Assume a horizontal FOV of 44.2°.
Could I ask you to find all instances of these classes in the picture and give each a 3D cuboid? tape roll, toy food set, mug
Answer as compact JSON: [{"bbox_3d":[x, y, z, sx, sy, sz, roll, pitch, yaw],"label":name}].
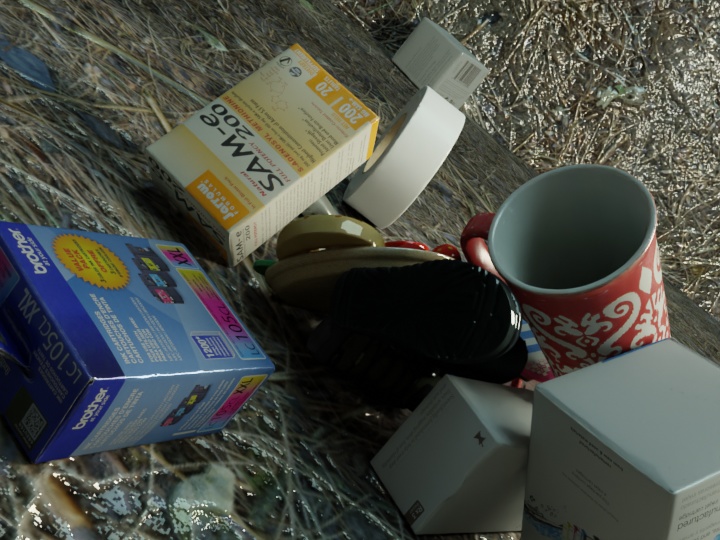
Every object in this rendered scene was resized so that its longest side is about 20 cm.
[{"bbox_3d":[0.059,-0.159,1.254,0.071,0.203,0.203,35,19,-10],"label":"tape roll"},{"bbox_3d":[0.000,0.000,0.850,0.199,0.198,0.049,4,74,-21],"label":"toy food set"},{"bbox_3d":[0.192,0.015,0.775,0.178,0.133,0.200,55,-3,47],"label":"mug"}]

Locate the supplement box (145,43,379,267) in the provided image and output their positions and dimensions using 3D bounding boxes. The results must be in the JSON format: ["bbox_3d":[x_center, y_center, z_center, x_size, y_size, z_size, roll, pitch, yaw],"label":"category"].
[{"bbox_3d":[-0.095,-0.118,0.885,0.126,0.200,0.074,43,-22,14],"label":"supplement box"}]

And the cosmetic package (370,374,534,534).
[{"bbox_3d":[0.118,0.165,0.776,0.199,0.113,0.081,20,26,-47],"label":"cosmetic package"}]

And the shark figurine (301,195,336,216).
[{"bbox_3d":[-0.106,-0.124,1.044,0.128,0.090,0.214,48,19,26],"label":"shark figurine"}]

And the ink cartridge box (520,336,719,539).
[{"bbox_3d":[0.227,0.186,0.689,0.146,0.201,0.145,-16,30,-25],"label":"ink cartridge box"}]

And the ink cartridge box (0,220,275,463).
[{"bbox_3d":[-0.169,0.043,0.571,0.137,0.076,0.200,48,22,24],"label":"ink cartridge box"}]

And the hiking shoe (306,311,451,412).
[{"bbox_3d":[0.033,0.085,0.847,0.199,0.076,0.101,14,28,-54],"label":"hiking shoe"}]

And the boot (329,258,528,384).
[{"bbox_3d":[0.093,0.050,0.744,0.168,0.077,0.199,23,-12,-39],"label":"boot"}]

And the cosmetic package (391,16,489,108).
[{"bbox_3d":[0.237,-0.610,2.638,0.164,0.165,0.200,15,31,-51],"label":"cosmetic package"}]

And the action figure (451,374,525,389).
[{"bbox_3d":[0.127,0.115,0.932,0.065,0.099,0.200,8,39,-51],"label":"action figure"}]

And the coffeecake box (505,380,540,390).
[{"bbox_3d":[0.197,0.051,0.960,0.153,0.200,0.073,39,48,8],"label":"coffeecake box"}]

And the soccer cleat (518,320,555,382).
[{"bbox_3d":[0.175,0.066,0.885,0.199,0.087,0.070,24,8,4],"label":"soccer cleat"}]
